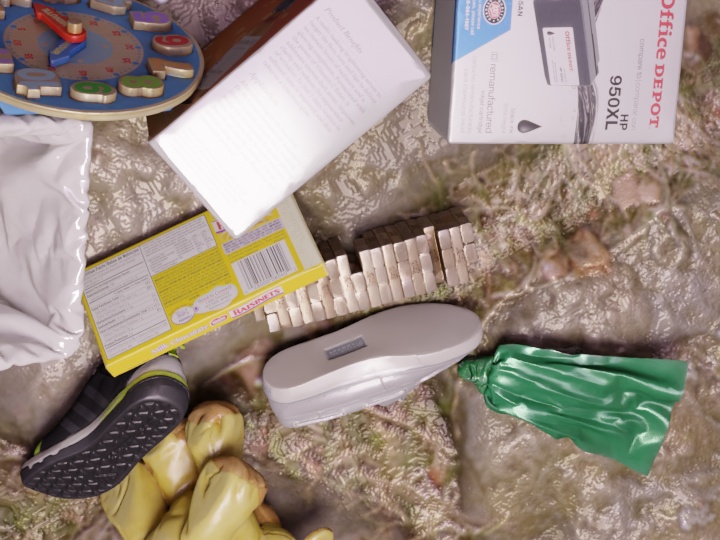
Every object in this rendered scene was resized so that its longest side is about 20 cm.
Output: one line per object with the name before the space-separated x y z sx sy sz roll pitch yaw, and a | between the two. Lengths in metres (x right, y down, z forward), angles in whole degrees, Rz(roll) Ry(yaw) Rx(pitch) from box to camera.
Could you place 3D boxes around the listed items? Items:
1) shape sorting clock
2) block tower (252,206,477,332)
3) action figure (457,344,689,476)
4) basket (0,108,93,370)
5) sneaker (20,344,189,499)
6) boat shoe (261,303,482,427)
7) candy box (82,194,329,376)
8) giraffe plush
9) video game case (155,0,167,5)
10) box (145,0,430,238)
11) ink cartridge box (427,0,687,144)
shape sorting clock | -0.217 -0.172 1.215 0.199 0.201 0.039 2 127 -11
block tower | 0.000 0.000 1.382 0.199 0.058 0.054 -14 109 -4
action figure | 0.184 0.109 1.450 0.199 0.055 0.119 14 106 -7
basket | -0.329 -0.037 1.227 0.197 0.161 0.201 -6 111 -35
sneaker | -0.215 0.126 1.381 0.200 0.083 0.072 -34 133 26
boat shoe | 0.014 0.090 1.410 0.199 0.072 0.069 -21 131 -10
candy box | -0.135 0.004 1.339 0.199 0.103 0.026 -25 145 -1
giraffe plush | -0.113 0.235 1.391 0.172 0.201 0.162 -27 140 31
video game case | -0.149 -0.344 1.263 0.200 0.023 0.182 -42 109 5
box | -0.064 -0.144 1.273 0.200 0.152 0.106 -40 110 3
ink cartridge box | 0.164 -0.184 1.338 0.199 0.084 0.146 -1 108 -10
